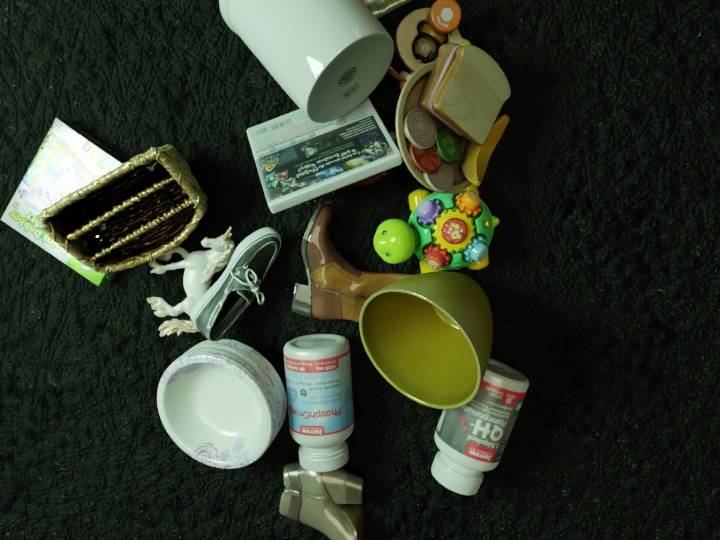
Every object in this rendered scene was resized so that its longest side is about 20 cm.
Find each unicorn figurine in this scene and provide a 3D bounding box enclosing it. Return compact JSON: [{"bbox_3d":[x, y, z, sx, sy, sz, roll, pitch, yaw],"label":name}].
[{"bbox_3d":[-0.278,0.009,0.856,0.136,0.074,0.202,3,111,-7],"label":"unicorn figurine"}]

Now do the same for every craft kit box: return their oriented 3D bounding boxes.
[{"bbox_3d":[-0.461,-0.112,0.861,0.199,0.049,0.199,33,100,-1],"label":"craft kit box"}]

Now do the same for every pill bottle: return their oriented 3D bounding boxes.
[{"bbox_3d":[0.184,0.246,0.828,0.110,0.111,0.202,19,97,1],"label":"pill bottle"},{"bbox_3d":[-0.065,0.212,0.840,0.107,0.109,0.203,-3,96,4],"label":"pill bottle"}]

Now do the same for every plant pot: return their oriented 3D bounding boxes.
[{"bbox_3d":[0.118,0.082,0.774,0.199,0.142,0.202,23,131,29],"label":"plant pot"}]

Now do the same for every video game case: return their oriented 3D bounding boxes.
[{"bbox_3d":[-0.060,-0.186,0.771,0.198,0.023,0.183,-21,53,-2],"label":"video game case"}]

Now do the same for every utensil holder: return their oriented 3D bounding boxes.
[{"bbox_3d":[-0.072,-0.338,0.727,0.170,0.170,0.201,-39,79,7],"label":"utensil holder"}]

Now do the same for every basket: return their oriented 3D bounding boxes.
[{"bbox_3d":[-0.335,-0.080,0.767,0.199,0.149,0.144,-30,110,-4],"label":"basket"}]

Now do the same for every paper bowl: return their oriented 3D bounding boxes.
[{"bbox_3d":[-0.215,0.207,0.838,0.198,0.104,0.203,4,107,13],"label":"paper bowl"}]

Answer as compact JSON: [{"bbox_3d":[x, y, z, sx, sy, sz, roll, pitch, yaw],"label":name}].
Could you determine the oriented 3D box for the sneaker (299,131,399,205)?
[{"bbox_3d":[-0.027,-0.178,0.808,0.198,0.078,0.083,-21,61,-10],"label":"sneaker"}]

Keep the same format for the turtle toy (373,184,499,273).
[{"bbox_3d":[0.118,-0.058,0.803,0.198,0.101,0.147,-11,96,4],"label":"turtle toy"}]

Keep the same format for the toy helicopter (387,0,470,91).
[{"bbox_3d":[0.120,-0.296,0.793,0.132,0.079,0.201,-36,106,0],"label":"toy helicopter"}]

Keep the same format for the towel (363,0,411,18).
[{"bbox_3d":[0.058,-0.490,0.798,0.198,0.022,0.148,-25,94,6],"label":"towel"}]

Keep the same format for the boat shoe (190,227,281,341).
[{"bbox_3d":[-0.187,0.023,0.822,0.200,0.074,0.068,-48,50,-10],"label":"boat shoe"}]

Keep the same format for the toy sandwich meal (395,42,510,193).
[{"bbox_3d":[0.139,-0.211,0.735,0.203,0.070,0.208,-3,96,-33],"label":"toy sandwich meal"}]

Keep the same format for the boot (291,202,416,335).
[{"bbox_3d":[0.000,0.000,0.835,0.198,0.068,0.191,10,93,-1],"label":"boot"}]

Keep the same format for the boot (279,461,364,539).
[{"bbox_3d":[-0.067,0.421,0.892,0.144,0.070,0.203,3,96,9],"label":"boot"}]
